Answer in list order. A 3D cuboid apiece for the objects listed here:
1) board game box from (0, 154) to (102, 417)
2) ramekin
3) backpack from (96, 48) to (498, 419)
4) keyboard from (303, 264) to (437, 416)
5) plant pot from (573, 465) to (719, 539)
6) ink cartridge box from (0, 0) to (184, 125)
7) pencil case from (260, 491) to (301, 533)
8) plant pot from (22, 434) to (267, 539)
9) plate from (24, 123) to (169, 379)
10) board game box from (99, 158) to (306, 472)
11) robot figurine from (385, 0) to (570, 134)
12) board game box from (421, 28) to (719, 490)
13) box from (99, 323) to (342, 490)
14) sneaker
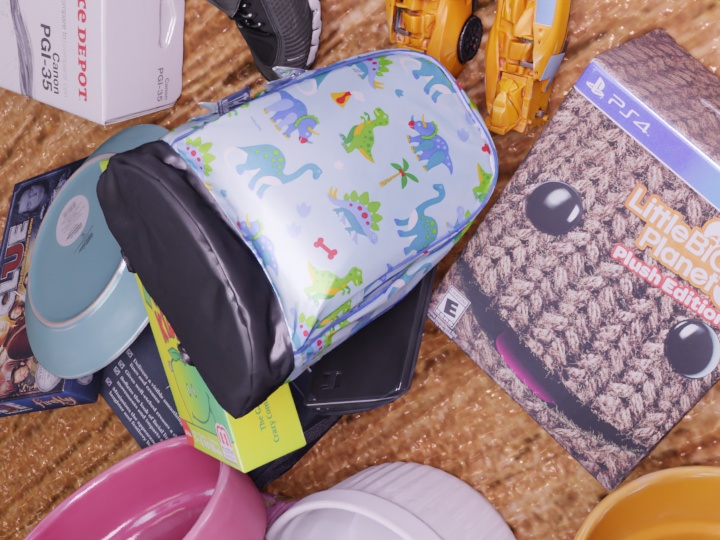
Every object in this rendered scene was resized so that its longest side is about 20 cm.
[{"bbox_3d":[-0.248,0.012,0.974,0.135,0.035,0.201,-13,62,39],"label":"board game box"},{"bbox_3d":[0.031,0.236,0.885,0.199,0.105,0.202,15,117,31],"label":"ramekin"},{"bbox_3d":[-0.018,-0.040,0.682,0.164,0.199,0.154,59,142,9],"label":"backpack"},{"bbox_3d":[0.000,0.000,0.780,0.126,0.201,0.021,-8,145,36],"label":"keyboard"},{"bbox_3d":[0.205,0.252,0.719,0.199,0.200,0.184,29,138,24],"label":"plant pot"},{"bbox_3d":[-0.234,-0.211,0.916,0.199,0.083,0.147,21,120,29],"label":"ink cartridge box"},{"bbox_3d":[-0.127,0.225,1.016,0.199,0.087,0.083,1,140,37],"label":"pencil case"},{"bbox_3d":[-0.125,0.242,0.824,0.199,0.200,0.180,-17,114,40],"label":"plant pot"},{"bbox_3d":[-0.197,-0.020,0.893,0.199,0.026,0.201,-22,57,38],"label":"plate"},{"bbox_3d":[-0.102,0.019,0.770,0.101,0.047,0.201,6,114,63],"label":"board game box"},{"bbox_3d":[0.075,-0.189,0.710,0.144,0.058,0.201,20,119,28],"label":"robot figurine"},{"bbox_3d":[0.159,-0.005,0.696,0.159,0.097,0.200,43,128,15],"label":"board game box"},{"bbox_3d":[-0.085,0.069,0.902,0.149,0.107,0.200,50,130,10],"label":"box"},{"bbox_3d":[-0.076,-0.191,0.773,0.066,0.091,0.201,28,145,26],"label":"sneaker"}]
